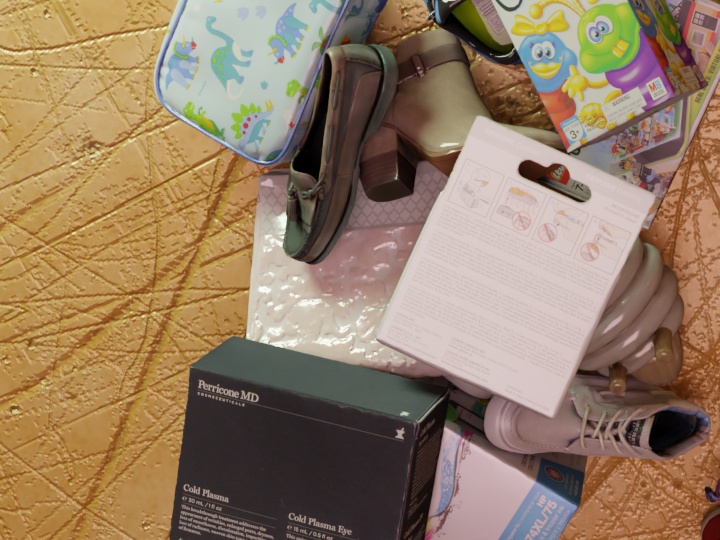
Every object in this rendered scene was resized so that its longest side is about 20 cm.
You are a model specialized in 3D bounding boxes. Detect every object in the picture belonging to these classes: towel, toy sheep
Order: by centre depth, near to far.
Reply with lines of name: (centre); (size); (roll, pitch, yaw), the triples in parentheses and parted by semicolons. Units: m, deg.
toy sheep: (0.203, 0.022, 1.640); (0.138, 0.138, 0.200); (-36, 107, 18)
towel: (0.000, 0.000, 1.647); (0.199, 0.032, 0.192); (-4, 75, 18)

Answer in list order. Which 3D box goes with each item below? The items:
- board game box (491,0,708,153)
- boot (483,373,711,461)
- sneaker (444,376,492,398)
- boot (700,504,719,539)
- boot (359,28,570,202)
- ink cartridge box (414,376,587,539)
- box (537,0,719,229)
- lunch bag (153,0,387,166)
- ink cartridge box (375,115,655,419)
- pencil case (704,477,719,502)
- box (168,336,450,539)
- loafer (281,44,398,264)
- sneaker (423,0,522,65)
board game box: (0.179, -0.211, 1.557); (0.105, 0.103, 0.200); (-28, 87, 26)
boot: (0.206, 0.125, 1.635); (0.095, 0.200, 0.074); (16, 106, 51)
sneaker: (0.068, 0.021, 1.693); (0.200, 0.078, 0.079); (46, 114, -4)
boot: (0.379, 0.304, 1.690); (0.200, 0.144, 0.072); (40, 107, -5)
boot: (0.075, -0.137, 1.613); (0.199, 0.147, 0.070); (-9, 147, 16)
ink cartridge box: (0.077, 0.184, 1.704); (0.200, 0.147, 0.146); (30, 110, -1)
box: (0.237, -0.147, 1.635); (0.110, 0.035, 0.200); (23, 109, 3)
lunch bag: (-0.080, -0.203, 1.637); (0.161, 0.082, 0.200); (30, 109, 19)
ink cartridge box: (0.125, -0.001, 1.557); (0.162, 0.057, 0.200); (24, 93, 2)
pencil case: (0.407, 0.218, 1.690); (0.200, 0.086, 0.084); (33, 99, -2)
box: (-0.044, 0.172, 1.592); (0.199, 0.104, 0.183); (13, 107, 14)
loafer: (-0.034, -0.098, 1.594); (0.063, 0.072, 0.200); (6, 117, -34)
sneaker: (0.078, -0.251, 1.603); (0.079, 0.089, 0.200); (-42, 96, 17)
